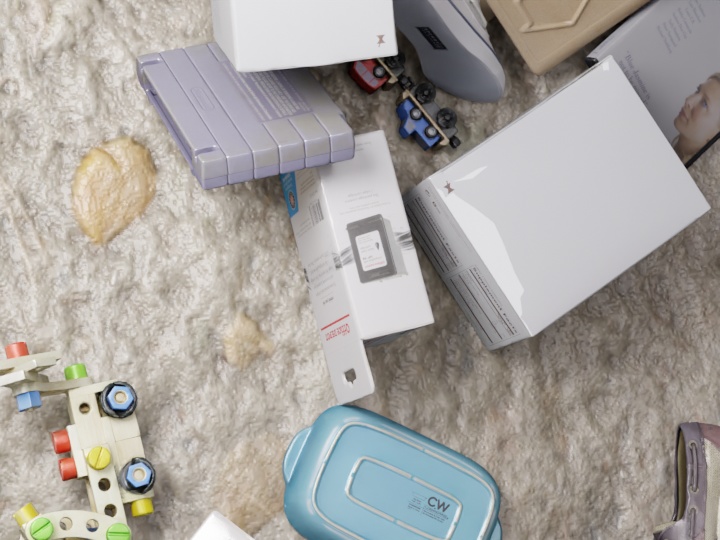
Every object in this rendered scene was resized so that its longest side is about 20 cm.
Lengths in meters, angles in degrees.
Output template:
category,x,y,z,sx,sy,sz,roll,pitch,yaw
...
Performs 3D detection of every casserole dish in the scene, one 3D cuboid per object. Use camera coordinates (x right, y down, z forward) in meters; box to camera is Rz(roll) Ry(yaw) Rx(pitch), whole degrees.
category,x,y,z,sx,sy,sz,roll,pitch,yaw
casserole dish,0.031,0.189,1.548,0.199,0.039,0.122,27,76,-10

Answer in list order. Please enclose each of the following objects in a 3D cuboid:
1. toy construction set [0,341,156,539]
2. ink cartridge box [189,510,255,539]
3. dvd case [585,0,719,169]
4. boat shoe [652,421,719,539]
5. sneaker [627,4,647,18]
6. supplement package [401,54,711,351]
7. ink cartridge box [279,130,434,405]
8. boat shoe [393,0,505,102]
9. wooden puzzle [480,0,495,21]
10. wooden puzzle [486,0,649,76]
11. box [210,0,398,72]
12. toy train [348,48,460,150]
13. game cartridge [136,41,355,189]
category,x,y,z,sx,sy,sz,roll,pitch,yaw
toy construction set,-0.229,0.149,1.465,0.130,0.092,0.202,-12,95,-16
ink cartridge box,-0.095,0.288,1.427,0.125,0.200,0.129,36,74,12
dvd case,0.299,-0.189,1.662,0.200,0.018,0.143,-42,115,-17
boat shoe,0.278,0.226,1.593,0.064,0.072,0.202,13,81,0
sneaker,0.212,-0.328,1.667,0.099,0.069,0.201,-39,96,-24
supplement package,0.160,-0.054,1.582,0.199,0.111,0.156,-34,90,-16
ink cartridge box,0.000,0.000,1.530,0.066,0.116,0.202,-13,85,-17
boat shoe,0.076,-0.208,1.557,0.073,0.200,0.066,8,69,25
wooden puzzle,0.085,-0.322,1.593,0.185,0.046,0.200,-38,94,10
wooden puzzle,0.179,-0.278,1.561,0.184,0.046,0.200,-34,135,7
box,-0.051,-0.221,1.473,0.123,0.200,0.098,-7,105,-8
toy train,0.011,-0.175,1.603,0.046,0.034,0.200,-42,93,-13
game cartridge,-0.092,-0.129,1.500,0.128,0.200,0.039,-9,122,-18
